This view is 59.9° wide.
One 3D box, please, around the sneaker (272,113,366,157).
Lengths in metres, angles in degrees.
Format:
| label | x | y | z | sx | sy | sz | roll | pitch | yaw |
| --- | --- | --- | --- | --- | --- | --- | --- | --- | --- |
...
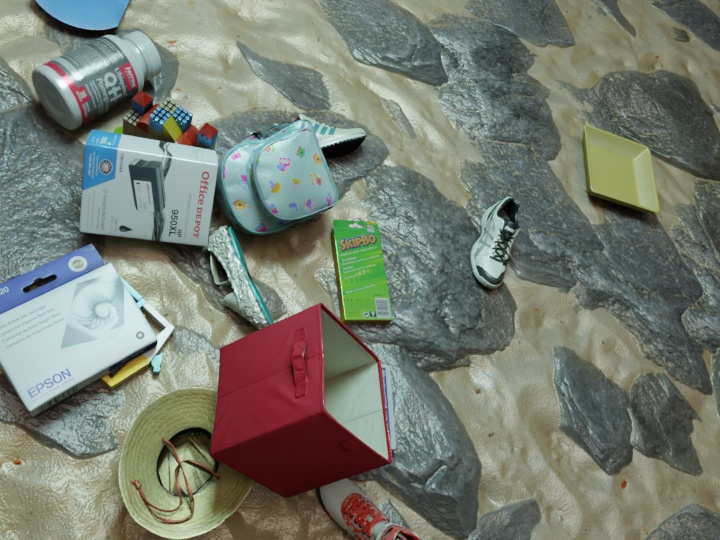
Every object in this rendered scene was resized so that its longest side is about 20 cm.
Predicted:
| label | x | y | z | sx | sy | sz | roll | pitch | yaw |
| --- | --- | --- | --- | --- | --- | --- | --- | --- | --- |
| sneaker | -0.082 | -0.271 | 1.228 | 0.198 | 0.070 | 0.094 | -19 | 79 | -26 |

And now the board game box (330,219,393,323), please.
| label | x | y | z | sx | sy | sz | roll | pitch | yaw |
| --- | --- | --- | --- | --- | --- | --- | --- | --- | --- |
| board game box | 0.000 | 0.000 | 1.156 | 0.094 | 0.030 | 0.202 | 2 | 67 | -22 |

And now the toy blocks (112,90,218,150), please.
| label | x | y | z | sx | sy | sz | roll | pitch | yaw |
| --- | --- | --- | --- | --- | --- | --- | --- | --- | --- |
| toy blocks | -0.327 | -0.231 | 1.069 | 0.199 | 0.137 | 0.100 | 32 | 58 | -4 |

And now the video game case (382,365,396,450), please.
| label | x | y | z | sx | sy | sz | roll | pitch | yaw |
| --- | --- | --- | --- | --- | --- | --- | --- | --- | --- |
| video game case | -0.039 | 0.224 | 1.035 | 0.198 | 0.018 | 0.145 | 6 | 63 | -19 |

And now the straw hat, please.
| label | x | y | z | sx | sy | sz | roll | pitch | yaw |
| --- | --- | --- | --- | --- | --- | --- | --- | --- | --- |
| straw hat | -0.246 | 0.274 | 0.885 | 0.199 | 0.085 | 0.203 | 9 | 61 | -17 |

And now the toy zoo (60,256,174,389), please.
| label | x | y | z | sx | sy | sz | roll | pitch | yaw |
| --- | --- | --- | --- | --- | --- | --- | --- | --- | --- |
| toy zoo | -0.382 | 0.088 | 0.959 | 0.200 | 0.020 | 0.131 | 43 | 58 | 2 |

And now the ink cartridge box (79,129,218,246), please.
| label | x | y | z | sx | sy | sz | roll | pitch | yaw |
| --- | --- | --- | --- | --- | --- | --- | --- | --- | --- |
| ink cartridge box | -0.336 | -0.129 | 1.003 | 0.198 | 0.146 | 0.084 | 6 | 24 | -19 |

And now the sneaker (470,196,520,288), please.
| label | x | y | z | sx | sy | sz | roll | pitch | yaw |
| --- | --- | --- | --- | --- | --- | --- | --- | --- | --- |
| sneaker | 0.278 | -0.063 | 1.267 | 0.075 | 0.088 | 0.202 | 20 | 61 | -14 |

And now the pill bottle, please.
| label | x | y | z | sx | sy | sz | roll | pitch | yaw |
| --- | --- | --- | --- | --- | --- | --- | --- | --- | --- |
| pill bottle | -0.451 | -0.339 | 1.087 | 0.111 | 0.111 | 0.200 | 44 | 58 | 3 |

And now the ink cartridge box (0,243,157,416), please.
| label | x | y | z | sx | sy | sz | roll | pitch | yaw |
| --- | --- | --- | --- | --- | --- | --- | --- | --- | --- |
| ink cartridge box | -0.432 | 0.072 | 0.909 | 0.199 | 0.041 | 0.201 | -32 | 80 | -31 |

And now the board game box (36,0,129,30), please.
| label | x | y | z | sx | sy | sz | roll | pitch | yaw |
| --- | --- | --- | --- | --- | --- | --- | --- | --- | --- |
| board game box | -0.526 | -0.535 | 1.197 | 0.156 | 0.039 | 0.202 | 20 | 64 | -18 |

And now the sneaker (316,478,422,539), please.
| label | x | y | z | sx | sy | sz | roll | pitch | yaw |
| --- | --- | --- | --- | --- | --- | --- | --- | --- | --- |
| sneaker | 0.023 | 0.378 | 0.931 | 0.067 | 0.108 | 0.202 | -36 | 82 | -32 |

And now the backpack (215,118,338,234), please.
| label | x | y | z | sx | sy | sz | roll | pitch | yaw |
| --- | --- | --- | --- | --- | --- | --- | --- | --- | --- |
| backpack | -0.150 | -0.154 | 1.083 | 0.198 | 0.153 | 0.178 | -24 | 108 | -14 |

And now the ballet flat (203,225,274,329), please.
| label | x | y | z | sx | sy | sz | roll | pitch | yaw |
| --- | --- | --- | --- | --- | --- | --- | --- | --- | --- |
| ballet flat | -0.208 | 0.021 | 1.048 | 0.071 | 0.072 | 0.202 | -17 | 71 | -28 |

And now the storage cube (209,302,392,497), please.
| label | x | y | z | sx | sy | sz | roll | pitch | yaw |
| --- | --- | --- | --- | --- | --- | --- | --- | --- | --- |
| storage cube | -0.079 | 0.186 | 0.865 | 0.200 | 0.178 | 0.172 | 49 | 25 | -42 |

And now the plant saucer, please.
| label | x | y | z | sx | sy | sz | roll | pitch | yaw |
| --- | --- | --- | --- | --- | --- | --- | --- | --- | --- |
| plant saucer | 0.618 | -0.236 | 1.515 | 0.198 | 0.048 | 0.202 | 15 | 61 | -16 |
